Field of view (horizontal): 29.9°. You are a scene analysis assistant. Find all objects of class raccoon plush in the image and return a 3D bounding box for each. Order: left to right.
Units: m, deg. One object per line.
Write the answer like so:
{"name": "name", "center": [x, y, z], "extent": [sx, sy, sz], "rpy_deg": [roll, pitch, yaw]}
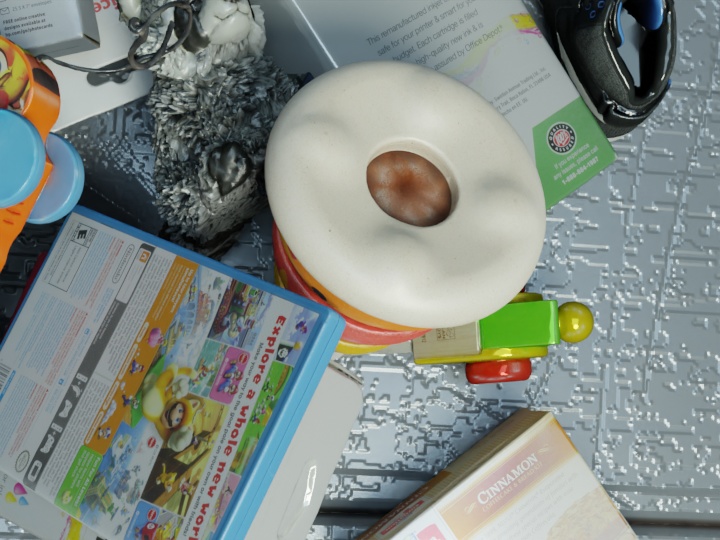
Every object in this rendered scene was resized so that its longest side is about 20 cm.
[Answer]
{"name": "raccoon plush", "center": [-0.109, -0.082, 0.756], "extent": [0.200, 0.096, 0.135], "rpy_deg": [-40, 81, 34]}

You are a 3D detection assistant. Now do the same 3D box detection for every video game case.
{"name": "video game case", "center": [-0.112, 0.057, 0.679], "extent": [0.198, 0.018, 0.145], "rpy_deg": [20, 80, 38]}

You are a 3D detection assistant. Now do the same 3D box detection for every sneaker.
{"name": "sneaker", "center": [0.149, -0.187, 0.838], "extent": [0.072, 0.112, 0.203], "rpy_deg": [-17, 88, -11]}

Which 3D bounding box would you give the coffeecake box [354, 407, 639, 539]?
{"name": "coffeecake box", "center": [0.104, 0.211, 0.817], "extent": [0.153, 0.073, 0.201], "rpy_deg": [-35, 91, -10]}

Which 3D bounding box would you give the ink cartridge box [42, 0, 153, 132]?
{"name": "ink cartridge box", "center": [-0.183, -0.182, 0.798], "extent": [0.114, 0.068, 0.202], "rpy_deg": [-25, 89, -23]}

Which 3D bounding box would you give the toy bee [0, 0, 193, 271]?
{"name": "toy bee", "center": [-0.186, -0.071, 0.681], "extent": [0.108, 0.131, 0.200], "rpy_deg": [37, 70, 13]}

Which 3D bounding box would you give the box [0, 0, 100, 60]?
{"name": "box", "center": [-0.235, -0.206, 0.727], "extent": [0.153, 0.041, 0.203], "rpy_deg": [-10, 89, 3]}

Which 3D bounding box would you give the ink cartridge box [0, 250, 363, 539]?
{"name": "ink cartridge box", "center": [-0.116, 0.088, 0.733], "extent": [0.085, 0.198, 0.149], "rpy_deg": [34, 75, -50]}

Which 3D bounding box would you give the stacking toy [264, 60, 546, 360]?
{"name": "stacking toy", "center": [0.000, 0.000, 0.721], "extent": [0.144, 0.201, 0.148], "rpy_deg": [9, 59, -15]}

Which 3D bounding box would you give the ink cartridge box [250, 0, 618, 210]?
{"name": "ink cartridge box", "center": [0.037, -0.109, 0.811], "extent": [0.145, 0.087, 0.202], "rpy_deg": [-33, 93, -28]}

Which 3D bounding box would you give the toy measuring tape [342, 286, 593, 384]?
{"name": "toy measuring tape", "center": [0.047, 0.039, 0.840], "extent": [0.197, 0.074, 0.075], "rpy_deg": [-5, 86, 14]}
